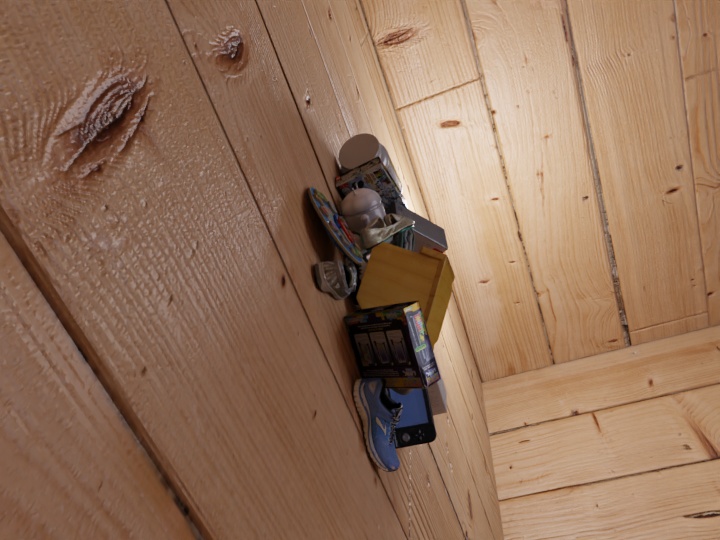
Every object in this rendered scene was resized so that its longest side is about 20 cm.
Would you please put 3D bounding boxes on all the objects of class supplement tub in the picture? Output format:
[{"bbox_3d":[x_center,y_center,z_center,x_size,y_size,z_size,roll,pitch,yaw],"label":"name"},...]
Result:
[{"bbox_3d":[0.028,-0.271,1.692,0.201,0.142,0.149,56,23,-52],"label":"supplement tub"}]

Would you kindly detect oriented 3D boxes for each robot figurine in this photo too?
[{"bbox_3d":[0.015,-0.124,1.543,0.170,0.110,0.205,-107,178,-74],"label":"robot figurine"}]

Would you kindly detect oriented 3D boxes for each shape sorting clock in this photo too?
[{"bbox_3d":[-0.052,-0.101,1.312,0.202,0.039,0.200,57,6,-8],"label":"shape sorting clock"}]

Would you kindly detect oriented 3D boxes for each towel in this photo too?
[{"bbox_3d":[0.078,-0.001,1.561,0.047,0.172,0.202,29,37,-10],"label":"towel"}]

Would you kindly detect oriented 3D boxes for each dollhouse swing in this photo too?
[{"bbox_3d":[0.107,0.058,1.419,0.182,0.171,0.205,54,52,-61],"label":"dollhouse swing"}]

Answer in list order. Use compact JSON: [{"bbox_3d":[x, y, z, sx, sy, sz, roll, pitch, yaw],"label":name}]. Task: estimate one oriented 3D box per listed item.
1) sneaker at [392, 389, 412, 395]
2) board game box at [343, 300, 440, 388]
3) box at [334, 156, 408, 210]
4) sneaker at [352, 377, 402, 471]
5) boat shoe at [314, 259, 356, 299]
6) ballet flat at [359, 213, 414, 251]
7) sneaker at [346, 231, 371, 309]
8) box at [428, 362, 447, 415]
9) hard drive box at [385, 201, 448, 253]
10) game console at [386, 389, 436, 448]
[{"bbox_3d":[0.077,0.195,1.382,0.079,0.071,0.203,8,41,-44],"label":"sneaker"},{"bbox_3d":[0.064,0.161,1.263,0.056,0.198,0.170,-21,96,-39],"label":"board game box"},{"bbox_3d":[0.033,-0.206,1.620,0.201,0.134,0.041,50,23,-49],"label":"box"},{"bbox_3d":[0.050,0.320,1.244,0.078,0.087,0.205,-35,109,-74],"label":"sneaker"},{"bbox_3d":[-0.039,0.014,1.269,0.202,0.063,0.077,32,44,-72],"label":"boat shoe"},{"bbox_3d":[0.068,-0.108,1.467,0.199,0.066,0.064,-31,101,-47],"label":"ballet flat"},{"bbox_3d":[0.000,0.000,1.432,0.080,0.072,0.205,23,52,-68],"label":"sneaker"},{"bbox_3d":[0.150,0.287,1.615,0.098,0.121,0.205,-71,144,-67],"label":"box"},{"bbox_3d":[0.125,-0.085,1.692,0.197,0.155,0.078,23,43,-31],"label":"hard drive box"},{"bbox_3d":[0.093,0.305,1.399,0.119,0.166,0.205,112,-30,-67],"label":"game console"}]
